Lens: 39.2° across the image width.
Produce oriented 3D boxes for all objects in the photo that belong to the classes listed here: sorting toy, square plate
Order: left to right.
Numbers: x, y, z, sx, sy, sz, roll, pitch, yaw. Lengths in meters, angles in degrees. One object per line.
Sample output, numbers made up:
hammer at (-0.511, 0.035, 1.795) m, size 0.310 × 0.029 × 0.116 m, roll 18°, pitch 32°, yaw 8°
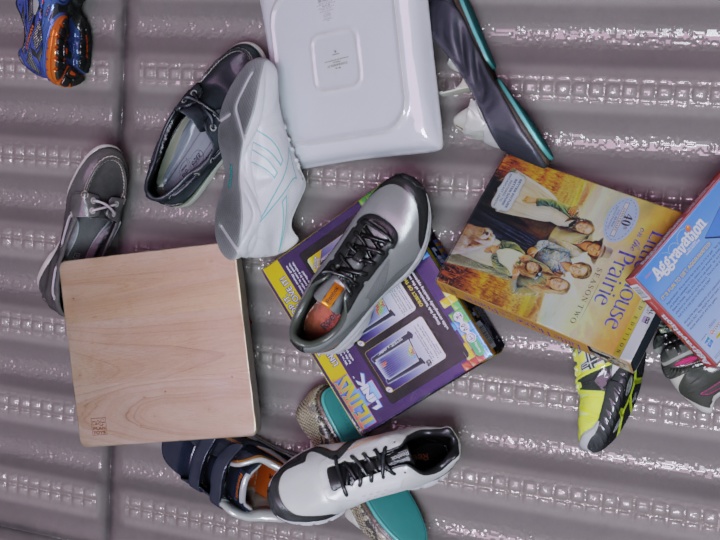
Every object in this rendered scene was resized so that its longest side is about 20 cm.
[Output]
sorting toy at (-0.205, 0.077, 1.083) m, size 0.199 × 0.070 × 0.200 m, roll -6°, pitch 92°, yaw 13°
square plate at (-0.019, -0.205, 0.993) m, size 0.199 × 0.028 × 0.199 m, roll -3°, pitch 96°, yaw 35°

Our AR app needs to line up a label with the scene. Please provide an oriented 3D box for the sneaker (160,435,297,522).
sneaker at (-0.137, 0.211, 1.077) m, size 0.199 × 0.079 × 0.079 m, roll 12°, pitch 100°, yaw 20°

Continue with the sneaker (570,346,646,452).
sneaker at (0.224, 0.068, 0.944) m, size 0.076 × 0.075 × 0.201 m, roll 10°, pitch 88°, yaw 26°

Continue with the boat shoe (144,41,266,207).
boat shoe at (-0.168, -0.150, 1.054) m, size 0.075 × 0.066 × 0.200 m, roll 44°, pitch 111°, yaw 13°

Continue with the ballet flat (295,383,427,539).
ballet flat at (-0.004, 0.213, 1.044) m, size 0.075 × 0.068 × 0.200 m, roll -43°, pitch 75°, yaw 40°

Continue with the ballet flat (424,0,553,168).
ballet flat at (0.109, -0.172, 0.958) m, size 0.073 × 0.073 × 0.201 m, roll -30°, pitch 79°, yaw 19°

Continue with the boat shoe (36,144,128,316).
boat shoe at (-0.296, -0.039, 1.108) m, size 0.057 × 0.067 × 0.201 m, roll 47°, pitch 118°, yaw 39°

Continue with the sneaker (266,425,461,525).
sneaker at (0.006, 0.187, 0.969) m, size 0.199 × 0.080 × 0.074 m, roll -15°, pitch 73°, yaw -21°

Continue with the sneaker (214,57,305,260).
sneaker at (-0.098, -0.111, 1.017) m, size 0.070 × 0.080 × 0.201 m, roll 11°, pitch 98°, yaw 56°

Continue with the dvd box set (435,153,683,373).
dvd box set at (0.185, -0.012, 0.911) m, size 0.199 × 0.029 × 0.147 m, roll 25°, pitch 78°, yaw 31°

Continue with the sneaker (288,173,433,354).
sneaker at (0.000, 0.000, 0.948) m, size 0.074 × 0.079 × 0.201 m, roll 36°, pitch 105°, yaw 15°

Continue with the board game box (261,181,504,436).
board game box at (0.021, 0.038, 1.015) m, size 0.165 × 0.057 × 0.201 m, roll -34°, pitch 84°, yaw 21°

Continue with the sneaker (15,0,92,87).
sneaker at (-0.338, -0.304, 1.102) m, size 0.078 × 0.075 × 0.201 m, roll 12°, pitch 97°, yaw 21°

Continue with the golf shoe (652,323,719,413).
golf shoe at (0.364, 0.052, 0.897) m, size 0.199 × 0.077 × 0.088 m, roll -28°, pitch 106°, yaw 22°

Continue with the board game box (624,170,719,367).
board game box at (0.321, -0.026, 0.856) m, size 0.103 × 0.019 × 0.200 m, roll 46°, pitch 75°, yaw -5°
